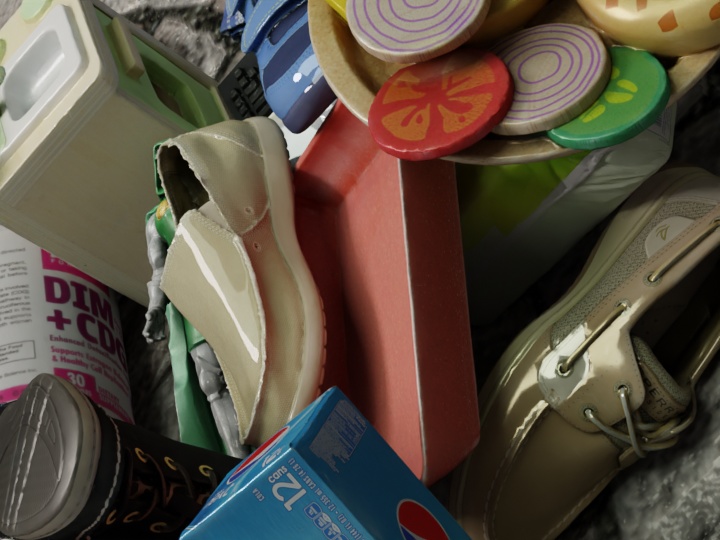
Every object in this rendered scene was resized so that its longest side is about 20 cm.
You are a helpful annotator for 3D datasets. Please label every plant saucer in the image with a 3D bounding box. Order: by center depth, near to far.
[{"bbox_3d":[0.008,0.021,0.891,0.200,0.036,0.202,130,139,-65],"label":"plant saucer"}]

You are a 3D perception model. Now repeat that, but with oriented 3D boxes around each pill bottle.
[{"bbox_3d":[-0.196,0.048,1.144,0.113,0.113,0.201,-39,41,23],"label":"pill bottle"}]

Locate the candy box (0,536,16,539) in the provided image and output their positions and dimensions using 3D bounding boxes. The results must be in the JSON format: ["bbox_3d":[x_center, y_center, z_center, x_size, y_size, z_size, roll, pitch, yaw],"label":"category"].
[{"bbox_3d":[-0.071,0.180,0.863,0.199,0.167,0.072,3,74,50],"label":"candy box"}]

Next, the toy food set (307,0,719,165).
[{"bbox_3d":[0.067,-0.126,0.792,0.198,0.049,0.200,-40,56,-7],"label":"toy food set"}]

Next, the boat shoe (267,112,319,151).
[{"bbox_3d":[0.013,-0.102,1.055,0.201,0.061,0.072,-46,-6,15],"label":"boat shoe"}]

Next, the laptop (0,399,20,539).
[{"bbox_3d":[-0.226,0.177,1.021,0.199,0.178,0.103,-11,17,43],"label":"laptop"}]

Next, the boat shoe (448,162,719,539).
[{"bbox_3d":[0.111,0.046,0.836,0.201,0.072,0.065,-55,36,-4],"label":"boat shoe"}]

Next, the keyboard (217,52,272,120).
[{"bbox_3d":[-0.018,-0.177,1.174,0.200,0.021,0.127,-46,39,14],"label":"keyboard"}]

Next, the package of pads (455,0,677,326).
[{"bbox_3d":[0.082,-0.085,0.905,0.200,0.068,0.156,134,150,-57],"label":"package of pads"}]

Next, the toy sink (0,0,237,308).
[{"bbox_3d":[-0.164,-0.089,1.131,0.112,0.199,0.131,-46,38,15],"label":"toy sink"}]

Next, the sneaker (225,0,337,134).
[{"bbox_3d":[-0.033,-0.136,0.980,0.074,0.082,0.200,-41,22,17],"label":"sneaker"}]

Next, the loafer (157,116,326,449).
[{"bbox_3d":[-0.063,0.008,0.949,0.076,0.068,0.201,109,156,-46],"label":"loafer"}]

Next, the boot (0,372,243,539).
[{"bbox_3d":[-0.092,0.105,0.890,0.200,0.149,0.074,152,132,-67],"label":"boot"}]

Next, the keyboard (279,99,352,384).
[{"bbox_3d":[0.000,0.000,0.988,0.056,0.011,0.201,-35,61,25],"label":"keyboard"}]

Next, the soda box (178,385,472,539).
[{"bbox_3d":[0.025,0.148,0.758,0.068,0.200,0.064,-39,4,24],"label":"soda box"}]

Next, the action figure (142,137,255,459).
[{"bbox_3d":[-0.075,0.018,1.030,0.117,0.055,0.201,-27,67,19],"label":"action figure"}]

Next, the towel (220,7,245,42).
[{"bbox_3d":[-0.010,-0.235,1.170,0.199,0.024,0.146,-25,49,35],"label":"towel"}]
